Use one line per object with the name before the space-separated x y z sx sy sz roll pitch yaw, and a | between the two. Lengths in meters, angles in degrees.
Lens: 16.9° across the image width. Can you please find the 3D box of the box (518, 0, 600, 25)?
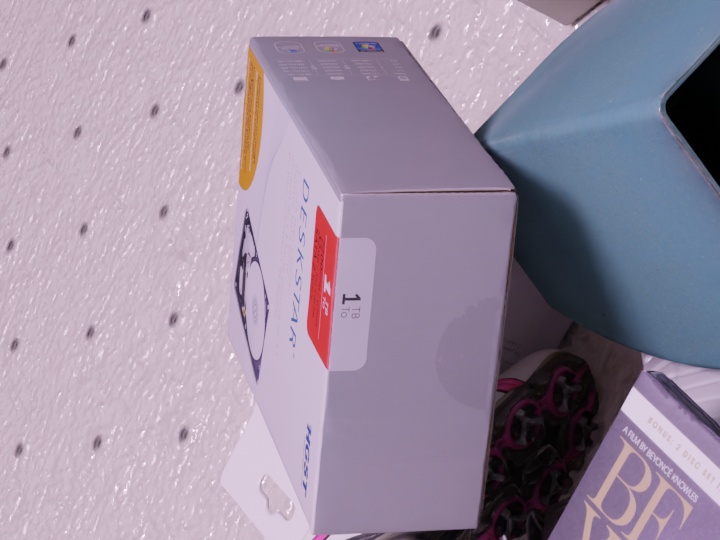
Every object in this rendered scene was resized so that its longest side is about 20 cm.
box | 0.139 -0.220 1.206 0.200 0.078 0.095 -37 46 36

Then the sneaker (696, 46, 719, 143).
sneaker | 0.213 -0.154 1.101 0.118 0.074 0.201 -56 -14 -61

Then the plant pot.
plant pot | 0.141 -0.047 1.027 0.141 0.141 0.200 -47 20 -26

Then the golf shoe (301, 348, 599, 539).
golf shoe | 0.027 0.102 1.124 0.200 0.073 0.092 -44 43 -21

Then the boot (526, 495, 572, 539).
boot | 0.137 0.157 1.015 0.200 0.069 0.174 -10 53 38

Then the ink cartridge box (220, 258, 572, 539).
ink cartridge box | 0.020 0.055 1.221 0.200 0.068 0.115 -60 35 9

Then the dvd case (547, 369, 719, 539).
dvd case | 0.109 0.161 0.946 0.149 0.016 0.200 46 115 45

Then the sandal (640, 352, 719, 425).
sandal | 0.159 0.056 1.034 0.082 0.050 0.203 -25 28 20

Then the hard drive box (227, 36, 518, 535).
hard drive box | 0.000 0.000 1.070 0.200 0.077 0.156 -122 34 -63
